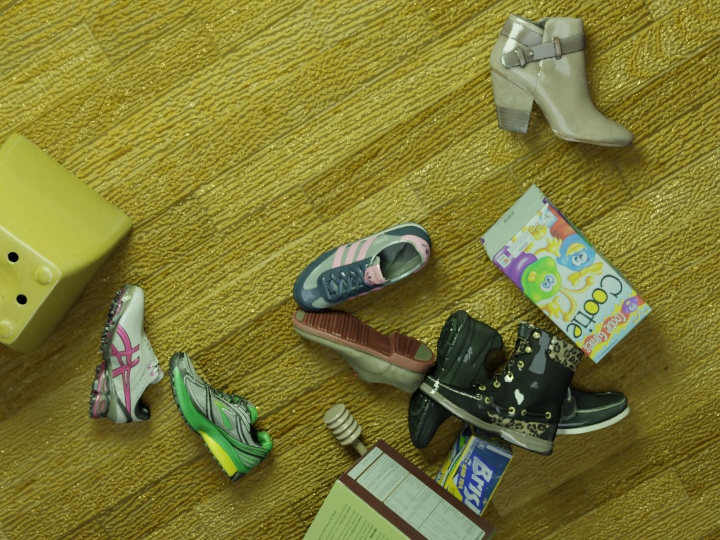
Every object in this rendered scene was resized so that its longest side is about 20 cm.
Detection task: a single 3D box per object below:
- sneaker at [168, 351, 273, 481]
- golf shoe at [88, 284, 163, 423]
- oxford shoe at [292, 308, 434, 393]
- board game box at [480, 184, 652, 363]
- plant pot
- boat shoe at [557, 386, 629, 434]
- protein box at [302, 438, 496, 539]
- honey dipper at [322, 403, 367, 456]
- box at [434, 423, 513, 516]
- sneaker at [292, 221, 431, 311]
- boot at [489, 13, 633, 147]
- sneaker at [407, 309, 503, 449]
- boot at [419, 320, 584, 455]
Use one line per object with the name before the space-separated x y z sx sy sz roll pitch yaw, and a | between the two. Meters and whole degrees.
sneaker | -0.191 0.184 1.526 0.085 0.078 0.201 -33 114 1
golf shoe | -0.301 0.110 1.496 0.090 0.073 0.203 10 116 -12
oxford shoe | -0.004 0.112 1.507 0.197 0.071 0.076 22 119 0
board game box | 0.265 0.004 1.466 0.200 0.103 0.105 42 101 -13
plant pot | -0.422 -0.016 1.382 0.193 0.200 0.196 37 103 -13
boat shoe | 0.268 0.181 1.538 0.196 0.072 0.069 -4 108 2
protein box | 0.036 0.378 1.498 0.199 0.135 0.200 36 119 14
honey dipper | 0.020 0.270 1.574 0.038 0.038 0.201 -35 107 8
box | 0.137 0.312 1.576 0.069 0.064 0.202 23 105 -8
sneaker | 0.000 0.000 1.465 0.198 0.082 0.071 -28 107 6
boot | 0.257 -0.240 1.411 0.196 0.070 0.149 7 104 -5
sneaker | 0.128 0.158 1.526 0.090 0.076 0.202 21 107 -15
boot | 0.188 0.138 1.470 0.198 0.073 0.153 25 89 -8
